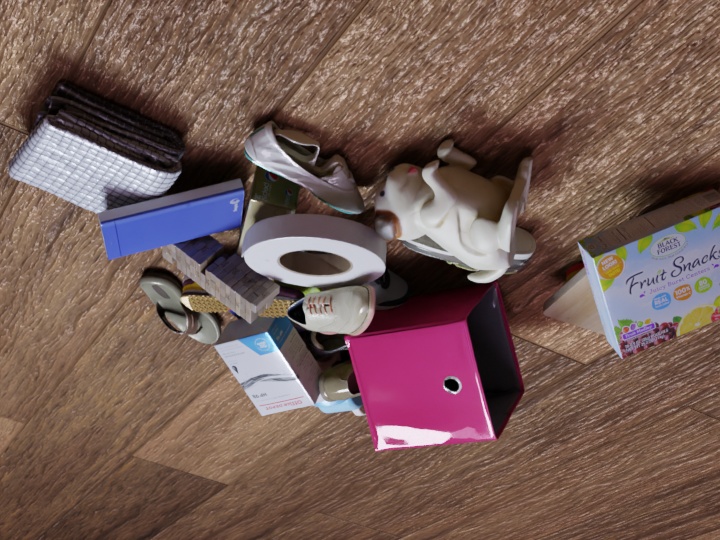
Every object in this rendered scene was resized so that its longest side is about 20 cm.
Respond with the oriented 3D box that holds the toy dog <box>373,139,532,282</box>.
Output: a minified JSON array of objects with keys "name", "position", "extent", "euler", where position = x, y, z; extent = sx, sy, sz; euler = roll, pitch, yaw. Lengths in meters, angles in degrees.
[{"name":"toy dog","position":[0.117,-0.084,1.374],"extent":[0.199,0.140,0.194],"euler":[14,141,13]}]

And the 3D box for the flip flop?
[{"name":"flip flop","position":[-0.311,0.074,1.742],"extent":[0.081,0.058,0.200],"euler":[-9,143,21]}]

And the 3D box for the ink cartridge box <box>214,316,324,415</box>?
[{"name":"ink cartridge box","position":[-0.138,0.169,1.699],"extent":[0.116,0.067,0.200],"euler":[-16,118,30]}]

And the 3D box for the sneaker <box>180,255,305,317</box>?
[{"name":"sneaker","position":[-0.181,0.018,1.604],"extent":[0.199,0.090,0.075],"euler":[4,154,3]}]

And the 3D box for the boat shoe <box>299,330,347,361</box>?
[{"name":"boat shoe","position":[-0.068,0.114,1.736],"extent":[0.200,0.072,0.066],"euler":[-14,164,19]}]

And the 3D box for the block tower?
[{"name":"block tower","position":[-0.213,-0.001,1.523],"extent":[0.200,0.054,0.058],"euler":[35,146,19]}]

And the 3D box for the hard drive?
[{"name":"hard drive","position":[-0.266,-0.071,1.450],"extent":[0.199,0.025,0.132],"euler":[-15,163,-14]}]

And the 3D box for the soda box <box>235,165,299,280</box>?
[{"name":"soda box","position":[-0.139,-0.065,1.500],"extent":[0.067,0.064,0.200],"euler":[12,147,-8]}]

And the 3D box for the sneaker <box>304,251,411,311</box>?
[{"name":"sneaker","position":[0.000,0.000,1.568],"extent":[0.200,0.074,0.079],"euler":[26,137,-26]}]

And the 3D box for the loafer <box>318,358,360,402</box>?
[{"name":"loafer","position":[0.021,0.170,1.725],"extent":[0.067,0.200,0.076],"euler":[5,117,50]}]

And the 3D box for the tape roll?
[{"name":"tape roll","position":[-0.063,-0.025,1.430],"extent":[0.202,0.037,0.203],"euler":[4,160,1]}]

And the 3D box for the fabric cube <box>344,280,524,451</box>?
[{"name":"fabric cube","position":[0.120,0.147,1.587],"extent":[0.199,0.200,0.197],"euler":[-10,102,24]}]

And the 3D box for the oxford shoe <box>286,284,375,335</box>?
[{"name":"oxford shoe","position":[-0.044,0.060,1.502],"extent":[0.074,0.071,0.200],"euler":[8,163,-27]}]

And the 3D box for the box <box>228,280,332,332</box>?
[{"name":"box","position":[-0.129,0.055,1.693],"extent":[0.199,0.048,0.122],"euler":[-16,140,29]}]

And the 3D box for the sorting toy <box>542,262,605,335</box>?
[{"name":"sorting toy","position":[0.408,0.020,1.527],"extent":[0.198,0.070,0.200],"euler":[18,145,-16]}]

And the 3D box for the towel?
[{"name":"towel","position":[-0.358,-0.155,1.390],"extent":[0.199,0.086,0.165],"euler":[23,145,-25]}]

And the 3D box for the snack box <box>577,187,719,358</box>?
[{"name":"snack box","position":[0.416,0.004,1.389],"extent":[0.199,0.068,0.169],"euler":[-22,115,0]}]

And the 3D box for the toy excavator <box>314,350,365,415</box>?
[{"name":"toy excavator","position":[-0.026,0.217,1.855],"extent":[0.100,0.195,0.201],"euler":[-9,116,21]}]

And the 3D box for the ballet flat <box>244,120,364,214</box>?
[{"name":"ballet flat","position":[-0.062,-0.140,1.383],"extent":[0.200,0.070,0.069],"euler":[27,141,-26]}]

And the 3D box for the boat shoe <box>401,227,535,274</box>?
[{"name":"boat shoe","position":[0.151,-0.033,1.490],"extent":[0.201,0.072,0.060],"euler":[7,142,-8]}]
